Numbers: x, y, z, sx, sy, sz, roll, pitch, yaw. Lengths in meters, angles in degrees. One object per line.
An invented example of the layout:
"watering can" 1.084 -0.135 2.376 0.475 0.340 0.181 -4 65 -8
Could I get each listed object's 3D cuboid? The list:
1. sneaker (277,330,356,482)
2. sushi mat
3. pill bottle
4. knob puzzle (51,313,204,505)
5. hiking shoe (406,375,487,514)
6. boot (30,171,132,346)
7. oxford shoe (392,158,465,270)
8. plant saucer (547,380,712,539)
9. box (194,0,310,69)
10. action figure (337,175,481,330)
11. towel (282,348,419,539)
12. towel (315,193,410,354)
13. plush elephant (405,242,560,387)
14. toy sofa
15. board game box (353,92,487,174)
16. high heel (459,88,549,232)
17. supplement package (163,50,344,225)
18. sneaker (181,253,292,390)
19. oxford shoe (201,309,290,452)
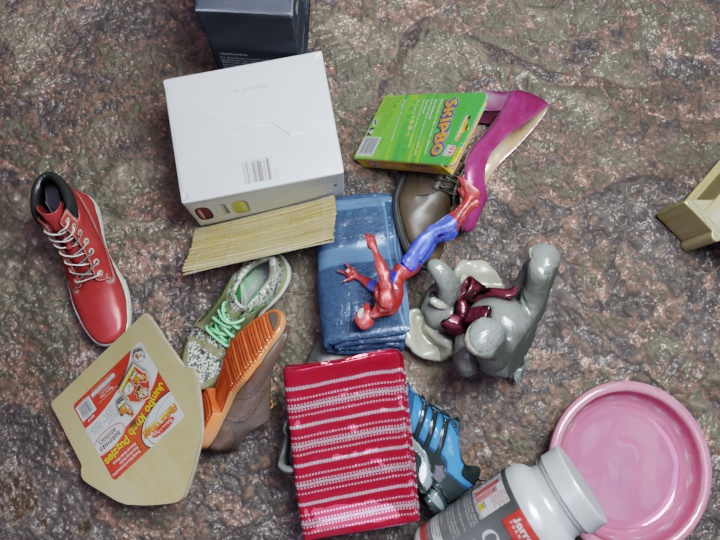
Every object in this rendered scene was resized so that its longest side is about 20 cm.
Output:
"sneaker" -0.049 0.155 0.914 0.075 0.082 0.205 12 80 17
"sushi mat" -0.121 -0.043 0.937 0.195 0.097 0.012 -12 124 10
"pill bottle" 0.167 0.292 0.860 0.198 0.116 0.117 -37 82 11
"knob puzzle" -0.259 0.186 0.915 0.214 0.030 0.226 -2 83 19
"hiking shoe" 0.075 0.186 0.929 0.085 0.074 0.204 -25 91 -12
"boot" -0.337 -0.010 0.912 0.071 0.144 0.205 -19 83 -6
"oxford shoe" 0.088 -0.102 0.943 0.071 0.084 0.206 12 71 -29
"plant saucer" 0.320 0.238 0.928 0.194 0.051 0.207 0 80 0
"box" -0.123 -0.361 0.944 0.114 0.200 0.203 3 80 0
"action figure" 0.042 -0.029 0.873 0.098 0.065 0.202 35 84 15
"towel" -0.009 0.197 0.869 0.140 0.022 0.206 -7 93 -4
"towel" 0.000 0.000 0.937 0.108 0.049 0.205 -5 64 0
"plush elephant" 0.133 0.046 0.913 0.153 0.202 0.165 30 67 27
"toy sofa" 0.484 -0.111 0.971 0.098 0.083 0.200 43 83 1
"board game box" 0.073 -0.168 0.931 0.030 0.198 0.097 32 81 -32
"high heel" 0.182 -0.139 0.981 0.093 0.068 0.205 10 68 10
"supplement package" -0.127 -0.160 0.956 0.194 0.111 0.160 -11 80 -2
"sneaker" -0.159 0.052 0.932 0.076 0.089 0.203 31 82 4
"oxford shoe" -0.129 0.133 0.906 0.072 0.072 0.202 23 114 -29
